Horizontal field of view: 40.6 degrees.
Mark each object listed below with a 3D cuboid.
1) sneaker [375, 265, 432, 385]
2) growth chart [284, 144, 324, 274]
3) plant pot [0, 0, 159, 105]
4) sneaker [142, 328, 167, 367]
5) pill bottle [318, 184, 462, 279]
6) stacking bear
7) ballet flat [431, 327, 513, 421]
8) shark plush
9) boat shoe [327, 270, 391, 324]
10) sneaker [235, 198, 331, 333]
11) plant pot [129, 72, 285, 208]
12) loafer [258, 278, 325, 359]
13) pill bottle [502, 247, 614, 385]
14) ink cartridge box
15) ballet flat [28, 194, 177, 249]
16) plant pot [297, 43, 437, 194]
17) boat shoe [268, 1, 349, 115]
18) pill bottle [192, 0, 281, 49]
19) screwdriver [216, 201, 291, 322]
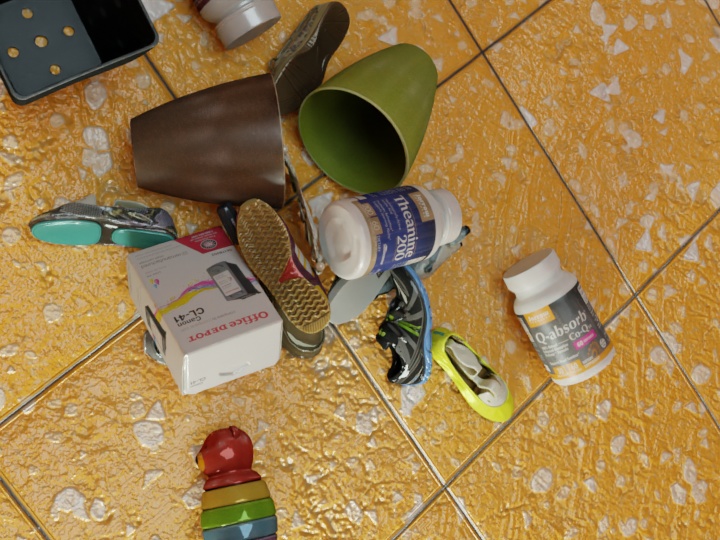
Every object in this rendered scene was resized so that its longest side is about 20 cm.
[{"bbox_3d":[0.063,0.082,1.468,0.081,0.071,0.203,-8,107,-13],"label":"sneaker"},{"bbox_3d":[-0.084,-0.087,1.397,0.017,0.145,0.203,-17,83,-5],"label":"growth chart"},{"bbox_3d":[-0.407,-0.324,1.263,0.199,0.177,0.202,-29,96,-25],"label":"plant pot"},{"bbox_3d":[-0.204,0.099,1.360,0.197,0.077,0.080,2,85,-22],"label":"sneaker"},{"bbox_3d":[0.048,-0.061,1.391,0.198,0.110,0.113,-15,90,-35],"label":"pill bottle"},{"bbox_3d":[-0.175,0.317,1.335,0.112,0.121,0.203,-6,79,-22],"label":"stacking bear"},{"bbox_3d":[0.182,0.167,1.529,0.200,0.067,0.067,47,68,-13],"label":"ballet flat"},{"bbox_3d":[0.087,-0.027,1.533,0.083,0.091,0.200,44,89,8],"label":"shark plush"},{"bbox_3d":[0.000,0.000,1.472,0.200,0.063,0.071,-47,138,-27],"label":"boat shoe"},{"bbox_3d":[-0.108,-0.006,1.338,0.074,0.090,0.202,-28,96,0],"label":"sneaker"},{"bbox_3d":[-0.214,-0.170,1.347,0.197,0.187,0.190,-6,86,-10],"label":"plant pot"},{"bbox_3d":[-0.104,0.034,1.416,0.075,0.067,0.202,-25,94,-24],"label":"loafer"},{"bbox_3d":[0.318,0.074,1.574,0.116,0.116,0.202,-34,98,-23],"label":"pill bottle"},{"bbox_3d":[-0.210,0.048,1.302,0.146,0.086,0.200,-19,49,-26],"label":"ink cartridge box"},{"bbox_3d":[-0.350,-0.068,1.329,0.197,0.072,0.073,5,82,-24],"label":"ballet flat"},{"bbox_3d":[0.035,-0.249,1.465,0.187,0.186,0.201,46,53,-12],"label":"plant pot"},{"bbox_3d":[-0.088,-0.321,1.476,0.201,0.062,0.073,-57,132,-16],"label":"boat shoe"},{"bbox_3d":[-0.202,-0.432,1.401,0.113,0.114,0.202,-32,97,-24],"label":"pill bottle"},{"bbox_3d":[-0.146,-0.006,1.353,0.029,0.028,0.202,-43,115,-41],"label":"screwdriver"}]
